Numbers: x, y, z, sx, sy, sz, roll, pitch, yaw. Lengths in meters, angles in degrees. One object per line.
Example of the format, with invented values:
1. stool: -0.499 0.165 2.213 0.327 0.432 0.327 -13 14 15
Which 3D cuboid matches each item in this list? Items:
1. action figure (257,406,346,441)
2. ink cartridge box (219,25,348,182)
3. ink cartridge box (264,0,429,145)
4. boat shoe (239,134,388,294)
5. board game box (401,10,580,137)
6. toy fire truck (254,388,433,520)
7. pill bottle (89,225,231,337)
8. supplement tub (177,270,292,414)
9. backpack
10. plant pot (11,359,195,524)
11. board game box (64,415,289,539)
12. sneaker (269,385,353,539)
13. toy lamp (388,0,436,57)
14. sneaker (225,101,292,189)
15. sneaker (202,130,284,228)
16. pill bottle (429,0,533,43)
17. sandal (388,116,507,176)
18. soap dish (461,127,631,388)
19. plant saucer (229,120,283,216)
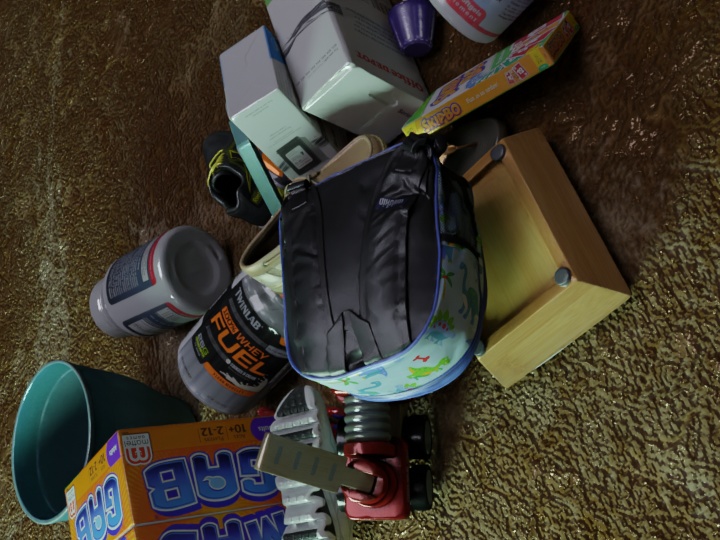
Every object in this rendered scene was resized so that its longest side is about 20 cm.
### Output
1. action figure: -0.046 0.187 1.132 0.199 0.051 0.066 -4 75 43
2. ink cartridge box: -0.070 -0.165 1.135 0.066 0.200 0.117 -30 47 16
3. ink cartridge box: -0.018 -0.257 1.127 0.084 0.145 0.201 -37 56 30
4. boat shoe: -0.047 -0.065 1.048 0.201 0.064 0.071 -53 41 5
5. board game box: 0.124 -0.190 1.014 0.199 0.096 0.030 -29 106 41
6. toy fire truck: -0.010 0.150 0.964 0.127 0.200 0.178 -4 76 13
7. pill bottle: -0.279 0.024 1.357 0.199 0.119 0.121 -21 66 41
8. supplement tub: -0.118 0.067 1.178 0.200 0.122 0.123 -47 51 28
9. backpack: 0.027 0.014 0.893 0.182 0.147 0.202 -19 56 30
10. plant pot: -0.324 0.228 1.309 0.199 0.187 0.202 -13 72 43
11. board game box: -0.191 0.296 1.111 0.200 0.198 0.202 -43 56 47
12. sneaker: -0.046 0.223 1.064 0.075 0.081 0.202 -11 81 39
13. toy lamp: 0.053 -0.339 1.141 0.058 0.058 0.202 -25 63 40
14. sneaker: -0.105 -0.196 1.257 0.112 0.077 0.201 -51 49 27
15. sneaker: -0.164 -0.129 1.298 0.200 0.084 0.075 48 114 41
16. pill bottle: 0.159 -0.331 0.989 0.200 0.108 0.109 -44 53 31
17. sandal: 0.072 -0.119 1.071 0.199 0.054 0.083 -1 80 46
18. soap dish: 0.145 -0.016 0.953 0.157 0.081 0.201 -42 55 31
19. plant saucer: -0.104 -0.089 1.157 0.019 0.201 0.070 -25 42 1
